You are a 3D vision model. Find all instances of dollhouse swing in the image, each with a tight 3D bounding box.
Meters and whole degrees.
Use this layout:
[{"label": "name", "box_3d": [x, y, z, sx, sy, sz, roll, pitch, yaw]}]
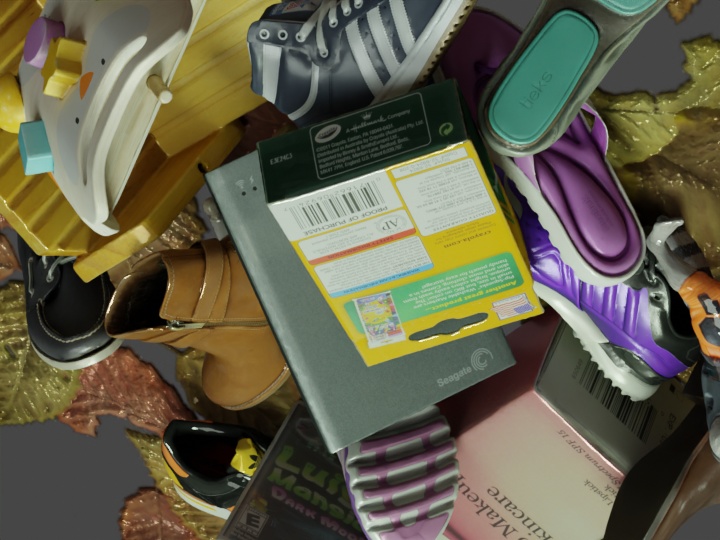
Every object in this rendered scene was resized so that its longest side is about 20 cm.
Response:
[{"label": "dollhouse swing", "box_3d": [-0.155, -0.131, 1.398, 0.175, 0.182, 0.200, -16, 120, 49]}]

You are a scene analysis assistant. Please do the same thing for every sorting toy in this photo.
[{"label": "sorting toy", "box_3d": [-0.147, -0.112, 1.289, 0.106, 0.180, 0.201, 21, 103, -21]}]

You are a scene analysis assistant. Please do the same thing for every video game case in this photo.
[{"label": "video game case", "box_3d": [0.009, 0.196, 1.576, 0.199, 0.182, 0.023, 28, 125, 2]}]

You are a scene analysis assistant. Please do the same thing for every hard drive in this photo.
[{"label": "hard drive", "box_3d": [0.000, 0.000, 1.408, 0.202, 0.139, 0.033, 66, 171, -3]}]

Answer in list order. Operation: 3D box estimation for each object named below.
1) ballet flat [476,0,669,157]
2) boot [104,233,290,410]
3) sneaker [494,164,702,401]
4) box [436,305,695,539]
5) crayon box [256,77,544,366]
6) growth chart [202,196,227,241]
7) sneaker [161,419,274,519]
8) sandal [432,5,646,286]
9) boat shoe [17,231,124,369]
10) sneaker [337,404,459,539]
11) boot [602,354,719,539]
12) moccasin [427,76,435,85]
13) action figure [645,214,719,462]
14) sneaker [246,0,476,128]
[{"label": "ballet flat", "box_3d": [0.137, -0.155, 1.268, 0.067, 0.064, 0.201, 38, 98, 2]}, {"label": "boot", "box_3d": [-0.108, 0.039, 1.489, 0.200, 0.154, 0.077, -49, 62, 45]}, {"label": "sneaker", "box_3d": [0.162, -0.010, 1.404, 0.099, 0.070, 0.200, -33, 113, 35]}, {"label": "box", "box_3d": [0.118, 0.127, 1.510, 0.128, 0.109, 0.200, 41, 134, -12]}, {"label": "crayon box", "box_3d": [0.028, -0.025, 1.311, 0.125, 0.052, 0.200, -17, 145, 9]}, {"label": "growth chart", "box_3d": [-0.019, -0.013, 1.525, 0.199, 0.018, 0.145, -10, 122, 36]}, {"label": "sneaker", "box_3d": [-0.065, 0.165, 1.648, 0.198, 0.070, 0.090, 15, 158, 18]}, {"label": "sandal", "box_3d": [0.121, -0.084, 1.331, 0.203, 0.082, 0.050, 52, 150, -11]}, {"label": "boat shoe", "box_3d": [-0.215, -0.001, 1.525, 0.072, 0.200, 0.063, -22, 124, -3]}, {"label": "sneaker", "box_3d": [0.008, 0.104, 1.475, 0.080, 0.202, 0.089, -7, 159, -23]}, {"label": "boot", "box_3d": [0.277, 0.164, 1.413, 0.199, 0.187, 0.064, 32, 180, -20]}, {"label": "moccasin", "box_3d": [0.019, -0.142, 1.362, 0.068, 0.080, 0.202, -12, 108, 37]}, {"label": "action figure", "box_3d": [0.257, 0.050, 1.347, 0.104, 0.199, 0.196, -9, 94, 42]}, {"label": "sneaker", "box_3d": [0.005, -0.157, 1.271, 0.108, 0.070, 0.201, 34, 123, 1]}]
